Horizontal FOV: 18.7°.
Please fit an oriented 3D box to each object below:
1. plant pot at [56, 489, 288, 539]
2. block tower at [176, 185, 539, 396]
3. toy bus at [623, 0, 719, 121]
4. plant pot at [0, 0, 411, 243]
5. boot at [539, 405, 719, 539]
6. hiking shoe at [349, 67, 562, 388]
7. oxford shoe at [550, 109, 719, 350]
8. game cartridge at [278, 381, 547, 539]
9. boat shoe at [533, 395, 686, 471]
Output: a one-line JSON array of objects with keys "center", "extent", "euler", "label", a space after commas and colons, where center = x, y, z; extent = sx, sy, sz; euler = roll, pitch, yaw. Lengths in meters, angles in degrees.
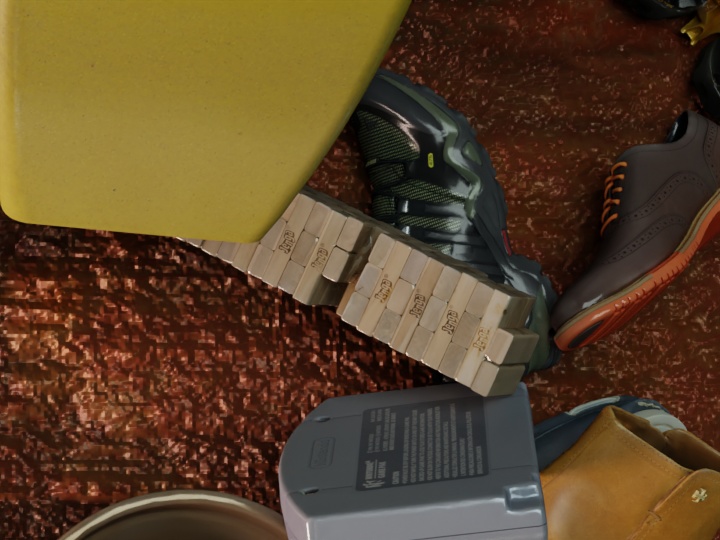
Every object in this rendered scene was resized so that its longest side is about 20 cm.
[{"center": [-0.096, 0.217, 1.133], "extent": [0.200, 0.093, 0.202], "euler": [3, 80, -16], "label": "plant pot"}, {"center": [0.000, 0.000, 1.173], "extent": [0.199, 0.058, 0.054], "euler": [27, 96, 18], "label": "block tower"}, {"center": [0.266, -0.198, 1.307], "extent": [0.192, 0.136, 0.200], "euler": [-39, 94, -35], "label": "toy bus"}, {"center": [-0.103, -0.126, 1.093], "extent": [0.199, 0.200, 0.177], "euler": [4, 123, -18], "label": "plant pot"}, {"center": [0.163, 0.164, 1.178], "extent": [0.201, 0.071, 0.144], "euler": [34, 108, -29], "label": "boot"}, {"center": [0.032, -0.016, 1.221], "extent": [0.100, 0.076, 0.201], "euler": [-31, 90, -22], "label": "hiking shoe"}, {"center": [0.156, -0.024, 1.251], "extent": [0.073, 0.071, 0.200], "euler": [47, 48, 3], "label": "oxford shoe"}, {"center": [0.025, 0.103, 1.117], "extent": [0.133, 0.200, 0.041], "euler": [-3, 103, 3], "label": "game cartridge"}, {"center": [0.086, 0.125, 1.213], "extent": [0.199, 0.062, 0.075], "euler": [-30, 114, -11], "label": "boat shoe"}]
